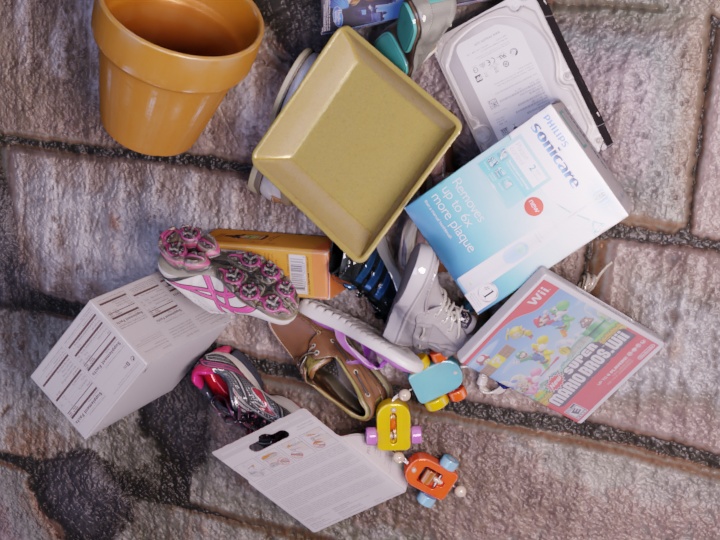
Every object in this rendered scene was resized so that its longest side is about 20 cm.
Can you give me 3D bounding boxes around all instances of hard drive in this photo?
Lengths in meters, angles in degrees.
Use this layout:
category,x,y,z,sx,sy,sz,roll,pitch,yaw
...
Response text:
category,x,y,z,sx,sy,sz,roll,pitch,yaw
hard drive,0.180,-0.200,1.453,0.140,0.038,0.200,-24,93,29

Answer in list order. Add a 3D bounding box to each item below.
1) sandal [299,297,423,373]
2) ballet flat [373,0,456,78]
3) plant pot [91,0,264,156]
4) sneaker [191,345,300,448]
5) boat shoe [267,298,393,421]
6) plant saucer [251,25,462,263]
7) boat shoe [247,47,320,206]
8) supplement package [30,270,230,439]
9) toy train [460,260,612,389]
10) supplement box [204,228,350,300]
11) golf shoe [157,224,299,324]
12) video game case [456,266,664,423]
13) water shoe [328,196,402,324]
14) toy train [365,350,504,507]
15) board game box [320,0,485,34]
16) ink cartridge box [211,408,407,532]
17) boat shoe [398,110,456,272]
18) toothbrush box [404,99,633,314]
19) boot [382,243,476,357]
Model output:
category,x,y,z,sx,sy,sz,roll,pitch,yaw
sandal,-0.001,0.091,1.558,0.203,0.082,0.050,29,97,44
ballet flat,0.064,-0.257,1.434,0.064,0.200,0.067,-21,84,-15
plant pot,-0.237,-0.247,1.566,0.200,0.200,0.183,36,132,13
sneaker,-0.142,0.190,1.688,0.200,0.075,0.081,42,116,9
boat shoe,-0.046,0.109,1.624,0.200,0.068,0.072,39,117,12
plant saucer,0.000,-0.143,1.471,0.200,0.048,0.200,44,108,22
boat shoe,-0.073,-0.171,1.566,0.068,0.075,0.200,27,121,10
supplement package,-0.294,0.101,1.665,0.111,0.200,0.156,47,118,9
toy train,0.196,0.030,1.488,0.116,0.085,0.200,45,118,24
supplement box,-0.115,-0.010,1.628,0.200,0.067,0.069,7,109,24
golf shoe,-0.160,0.019,1.589,0.200,0.073,0.092,27,139,19
video game case,0.225,0.088,1.438,0.200,0.017,0.143,28,116,-31
water shoe,0.000,0.000,1.552,0.071,0.079,0.200,9,122,69
toy train,0.091,0.185,1.592,0.150,0.056,0.200,24,104,-10
board game box,0.056,-0.364,1.455,0.200,0.062,0.200,8,106,22
ink cartridge box,-0.061,0.240,1.622,0.161,0.050,0.200,-29,122,29
boat shoe,0.095,-0.090,1.508,0.072,0.076,0.200,13,111,11
toothbrush box,0.174,-0.070,1.408,0.200,0.085,0.147,-34,91,19
boot,0.087,0.037,1.446,0.095,0.200,0.074,18,67,0
